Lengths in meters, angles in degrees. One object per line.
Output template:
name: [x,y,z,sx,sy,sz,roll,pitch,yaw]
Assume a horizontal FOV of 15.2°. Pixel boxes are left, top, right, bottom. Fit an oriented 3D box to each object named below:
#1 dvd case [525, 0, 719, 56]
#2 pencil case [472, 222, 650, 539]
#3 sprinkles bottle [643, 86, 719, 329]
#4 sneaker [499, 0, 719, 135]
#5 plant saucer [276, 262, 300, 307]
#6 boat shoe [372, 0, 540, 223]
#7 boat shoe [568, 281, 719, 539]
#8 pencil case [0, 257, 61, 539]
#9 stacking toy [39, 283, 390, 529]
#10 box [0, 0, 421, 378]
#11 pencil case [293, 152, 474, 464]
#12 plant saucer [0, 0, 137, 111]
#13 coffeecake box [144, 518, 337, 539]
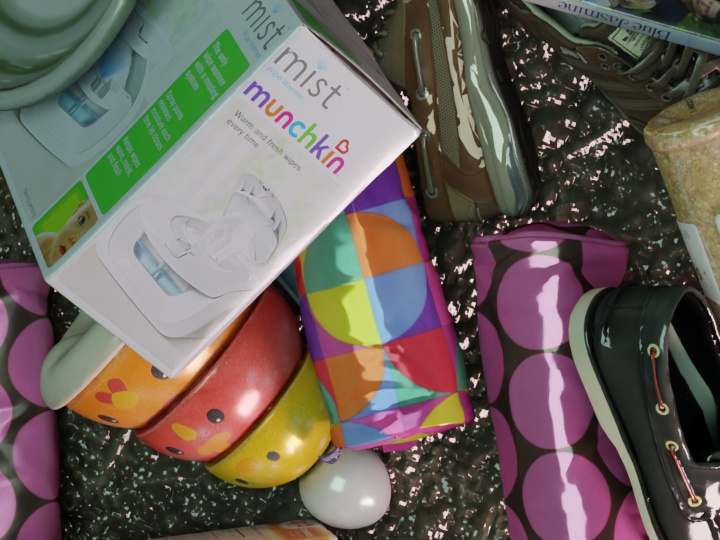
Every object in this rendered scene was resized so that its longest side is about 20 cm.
dvd case: [0.148,-0.190,1.400,0.199,0.018,0.143,16,67,0]
pencil case: [0.114,0.074,1.427,0.093,0.091,0.201,-8,92,-29]
sprinkles bottle: [0.210,0.006,1.393,0.068,0.068,0.201,-19,104,12]
sneaker: [0.147,-0.113,1.422,0.199,0.076,0.071,34,98,9]
plant saucer: [-0.063,-0.068,1.498,0.070,0.019,0.200,-42,85,10]
boat shoe: [0.039,-0.120,1.447,0.071,0.076,0.201,-15,88,14]
boat shoe: [0.175,0.093,1.377,0.063,0.074,0.202,-6,123,39]
pencil case: [-0.215,0.093,1.502,0.093,0.091,0.201,-4,91,-19]
stacking toy: [-0.060,0.067,1.462,0.200,0.146,0.146,39,99,-9]
box: [-0.084,-0.077,1.345,0.176,0.200,0.097,-44,123,10]
pencil case: [0.000,0.000,1.424,0.088,0.088,0.201,-13,91,12]
plant saucer: [-0.156,-0.176,1.357,0.199,0.050,0.202,-9,77,41]
coffeecake box: [-0.107,0.225,1.452,0.199,0.073,0.155,-6,94,-10]
